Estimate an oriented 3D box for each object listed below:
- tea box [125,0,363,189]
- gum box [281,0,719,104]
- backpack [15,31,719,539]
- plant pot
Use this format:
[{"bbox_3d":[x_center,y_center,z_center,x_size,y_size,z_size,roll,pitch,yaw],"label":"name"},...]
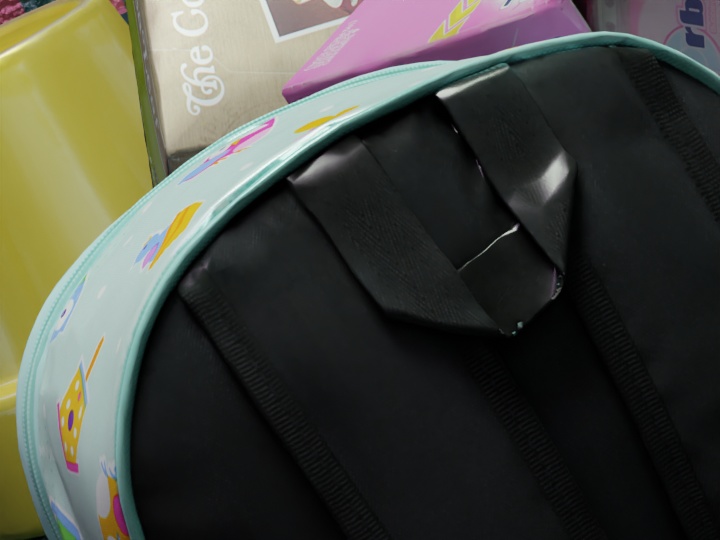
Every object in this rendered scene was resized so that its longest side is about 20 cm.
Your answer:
[{"bbox_3d":[-0.013,-0.096,0.794,0.133,0.201,0.197,-8,-20,-4],"label":"tea box"},{"bbox_3d":[0.086,0.002,0.601,0.113,0.200,0.066,-12,31,53],"label":"gum box"},{"bbox_3d":[0.026,0.053,0.493,0.176,0.200,0.153,-30,17,-14],"label":"backpack"},{"bbox_3d":[-0.130,-0.011,1.036,0.200,0.189,0.201,-24,15,7],"label":"plant pot"}]
